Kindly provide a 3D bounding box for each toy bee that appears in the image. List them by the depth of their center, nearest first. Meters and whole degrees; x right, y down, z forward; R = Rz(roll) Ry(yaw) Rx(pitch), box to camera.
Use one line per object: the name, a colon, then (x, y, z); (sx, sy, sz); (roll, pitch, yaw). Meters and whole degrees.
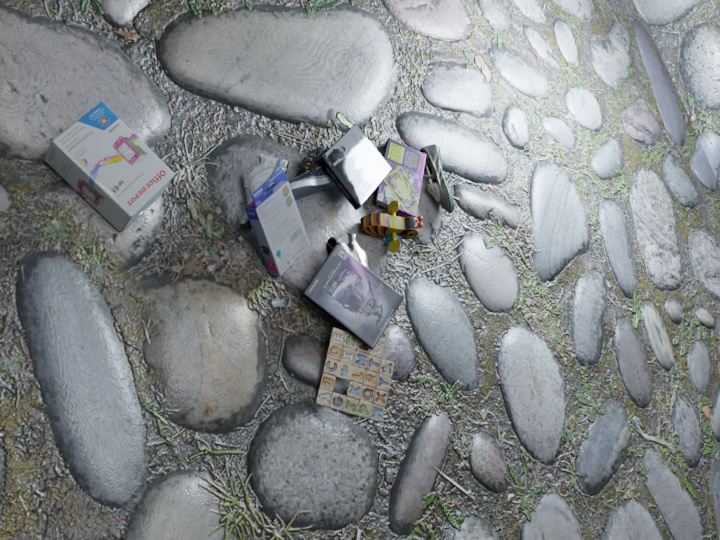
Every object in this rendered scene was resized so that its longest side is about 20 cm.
toy bee: (0.101, -0.114, 1.760); (0.196, 0.108, 0.134); (-10, 75, -38)

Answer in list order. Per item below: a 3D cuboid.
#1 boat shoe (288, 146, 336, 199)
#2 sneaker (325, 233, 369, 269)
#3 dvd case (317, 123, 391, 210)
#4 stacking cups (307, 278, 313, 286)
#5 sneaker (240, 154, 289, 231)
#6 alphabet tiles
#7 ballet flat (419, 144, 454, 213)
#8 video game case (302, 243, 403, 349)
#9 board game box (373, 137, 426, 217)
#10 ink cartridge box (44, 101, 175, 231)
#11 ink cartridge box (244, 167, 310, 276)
boat shoe: (-0.125, -0.232, 1.674); (0.198, 0.070, 0.093); (-21, 83, -47)
sneaker: (0.000, 0.000, 1.661); (0.079, 0.073, 0.204); (-26, 88, -42)
dvd case: (-0.010, -0.257, 1.733); (0.151, 0.025, 0.201); (51, 40, -11)
stacking cups: (-0.032, 0.083, 1.610); (0.199, 0.060, 0.061); (41, 52, -14)
sneaker: (-0.234, -0.177, 1.577); (0.085, 0.075, 0.203); (23, 58, 0)
alphabet tiles: (-0.003, 0.215, 1.567); (0.164, 0.008, 0.205); (19, 74, -19)
ballet flat: (0.203, -0.245, 1.928); (0.062, 0.068, 0.205); (-9, 74, -9)
video game case: (-0.014, 0.058, 1.581); (0.198, 0.019, 0.144); (37, 66, -5)
board game box: (0.104, -0.240, 1.853); (0.117, 0.032, 0.204); (19, 61, -11)
ink cartridge box: (-0.485, -0.201, 1.383); (0.200, 0.084, 0.146); (45, 51, -13)
ink cartridge box: (-0.181, -0.106, 1.534); (0.120, 0.041, 0.204); (-47, 134, -40)
